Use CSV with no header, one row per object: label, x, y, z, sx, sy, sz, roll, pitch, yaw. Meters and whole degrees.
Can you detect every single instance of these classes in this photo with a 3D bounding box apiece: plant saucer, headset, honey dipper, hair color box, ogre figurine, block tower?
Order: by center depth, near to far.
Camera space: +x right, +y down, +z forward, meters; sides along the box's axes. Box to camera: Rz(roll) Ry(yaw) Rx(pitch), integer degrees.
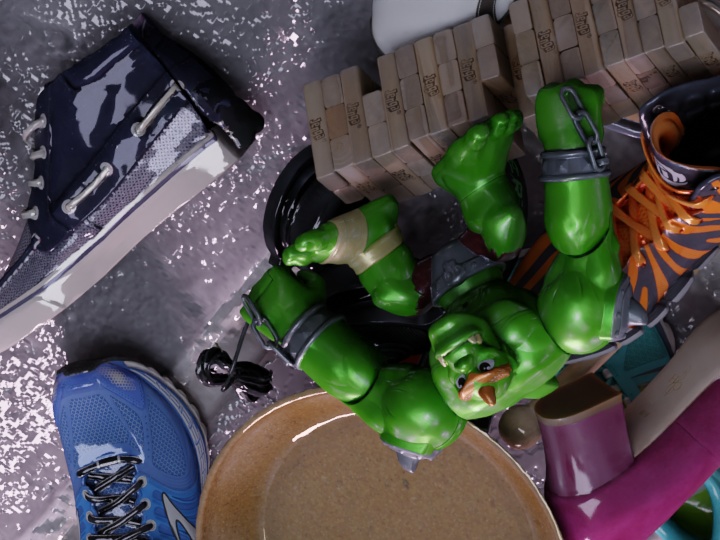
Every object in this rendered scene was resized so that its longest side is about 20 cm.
ogre figurine,0.050,0.008,1.319,0.200,0.098,0.120,-31,83,1
block tower,0.074,-0.091,1.350,0.199,0.058,0.054,-19,154,19
honey dipper,0.143,0.015,1.405,0.200,0.038,0.038,-44,102,3
plant saucer,0.015,0.143,1.414,0.199,0.035,0.201,8,114,19
headset,0.000,0.000,1.434,0.200,0.094,0.124,-36,61,14
hair color box,0.020,0.135,1.491,0.061,0.102,0.201,20,116,3

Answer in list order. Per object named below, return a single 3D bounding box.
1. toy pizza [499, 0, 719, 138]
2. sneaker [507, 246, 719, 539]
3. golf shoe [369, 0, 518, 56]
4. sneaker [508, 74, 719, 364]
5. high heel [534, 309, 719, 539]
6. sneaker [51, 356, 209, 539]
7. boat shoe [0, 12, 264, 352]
toy pizza,0.155,-0.151,1.366,0.199,0.032,0.201,4,116,9
sneaker,0.136,0.070,1.449,0.077,0.080,0.200,-36,104,24
golf shoe,0.050,-0.172,1.328,0.078,0.094,0.200,49,124,18
sneaker,0.136,-0.035,1.338,0.200,0.112,0.078,-39,68,10
high heel,0.180,0.077,1.402,0.199,0.067,0.097,-18,116,-10
sneaker,-0.117,0.139,1.526,0.078,0.089,0.201,-14,112,16
boat shoe,-0.148,-0.046,1.460,0.200,0.075,0.093,-40,96,17
